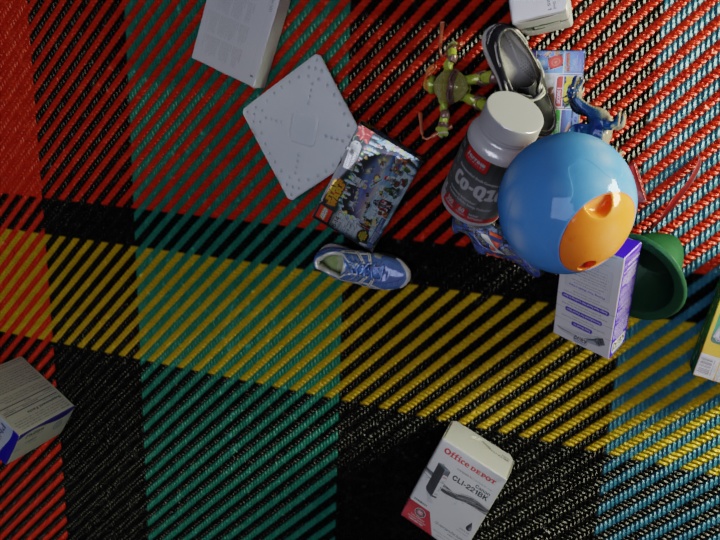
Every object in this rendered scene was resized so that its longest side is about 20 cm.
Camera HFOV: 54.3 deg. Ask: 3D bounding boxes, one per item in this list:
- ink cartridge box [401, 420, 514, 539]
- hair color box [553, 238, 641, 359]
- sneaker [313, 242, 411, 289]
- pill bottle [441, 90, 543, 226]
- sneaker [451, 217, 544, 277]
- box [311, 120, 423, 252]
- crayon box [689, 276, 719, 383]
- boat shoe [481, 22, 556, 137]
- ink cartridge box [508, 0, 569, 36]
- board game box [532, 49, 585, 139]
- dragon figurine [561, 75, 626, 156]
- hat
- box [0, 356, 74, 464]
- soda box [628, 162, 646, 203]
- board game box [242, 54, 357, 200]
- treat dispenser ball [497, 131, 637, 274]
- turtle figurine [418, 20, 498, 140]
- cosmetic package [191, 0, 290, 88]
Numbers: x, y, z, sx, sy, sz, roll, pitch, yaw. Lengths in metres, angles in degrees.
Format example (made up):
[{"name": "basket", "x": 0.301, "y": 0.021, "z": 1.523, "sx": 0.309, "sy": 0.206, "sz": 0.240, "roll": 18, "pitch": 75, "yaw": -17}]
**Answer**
[{"name": "ink cartridge box", "x": 0.188, "y": 0.421, "z": 1.367, "sx": 0.142, "sy": 0.084, "sz": 0.203, "roll": 30, "pitch": 111, "yaw": 13}, {"name": "hair color box", "x": 0.387, "y": 0.033, "z": 1.157, "sx": 0.108, "sy": 0.064, "sz": 0.204, "roll": 27, "pitch": 134, "yaw": 38}, {"name": "sneaker", "x": 0.000, "y": 0.000, "z": 1.345, "sx": 0.195, "sy": 0.077, "sz": 0.078, "roll": 10, "pitch": 104, "yaw": 17}, {"name": "pill bottle", "x": 0.212, "y": -0.179, "z": 1.140, "sx": 0.113, "sy": 0.114, "sz": 0.202, "roll": 32, "pitch": 140, "yaw": 11}, {"name": "sneaker", "x": 0.245, "y": -0.053, "z": 1.248, "sx": 0.199, "sy": 0.075, "sz": 0.079, "roll": 41, "pitch": 123, "yaw": 16}, {"name": "box", "x": 0.012, "y": -0.155, "z": 1.307, "sx": 0.135, "sy": 0.040, "sz": 0.202, "roll": 28, "pitch": 112, "yaw": -3}, {"name": "crayon box", "x": 0.625, "y": 0.089, "z": 1.133, "sx": 0.116, "sy": 0.058, "sz": 0.205, "roll": 17, "pitch": 108, "yaw": 16}, {"name": "boat shoe", "x": 0.261, "y": -0.298, "z": 1.113, "sx": 0.073, "sy": 0.060, "sz": 0.202, "roll": -31, "pitch": 110, "yaw": 0}, {"name": "ink cartridge box", "x": 0.271, "y": -0.446, "z": 1.066, "sx": 0.082, "sy": 0.200, "sz": 0.150, "roll": -7, "pitch": 100, "yaw": 21}, {"name": "board game box", "x": 0.303, "y": -0.266, "z": 1.186, "sx": 0.132, "sy": 0.034, "sz": 0.205, "roll": 7, "pitch": 105, "yaw": 20}, {"name": "dragon figurine", "x": 0.364, "y": -0.204, "z": 1.118, "sx": 0.098, "sy": 0.058, "sz": 0.205, "roll": 7, "pitch": 102, "yaw": 34}, {"name": "hat", "x": 0.505, "y": -0.040, "z": 1.172, "sx": 0.166, "sy": 0.175, "sz": 0.200, "roll": 49, "pitch": 152, "yaw": 2}, {"name": "box", "x": -0.835, "y": 0.332, "z": 1.690, "sx": 0.199, "sy": 0.184, "sz": 0.106, "roll": 38, "pitch": 112, "yaw": 9}, {"name": "soda box", "x": 0.371, "y": -0.116, "z": 1.177, "sx": 0.197, "sy": 0.070, "sz": 0.065, "roll": -20, "pitch": 93, "yaw": 24}, {"name": "board game box", "x": -0.105, "y": -0.272, "z": 1.349, "sx": 0.198, "sy": 0.026, "sz": 0.203, "roll": -29, "pitch": 91, "yaw": 24}, {"name": "treat dispenser ball", "x": 0.299, "y": -0.097, "z": 1.024, "sx": 0.196, "sy": 0.201, "sz": 0.206, "roll": 5, "pitch": 105, "yaw": 20}, {"name": "turtle figurine", "x": 0.169, "y": -0.321, "z": 1.191, "sx": 0.158, "sy": 0.064, "sz": 0.205, "roll": 12, "pitch": 95, "yaw": 27}, {"name": "cosmetic package", "x": -0.224, "y": -0.472, "z": 1.334, "sx": 0.149, "sy": 0.052, "sz": 0.203, "roll": 28, "pitch": 111, "yaw": 15}]
